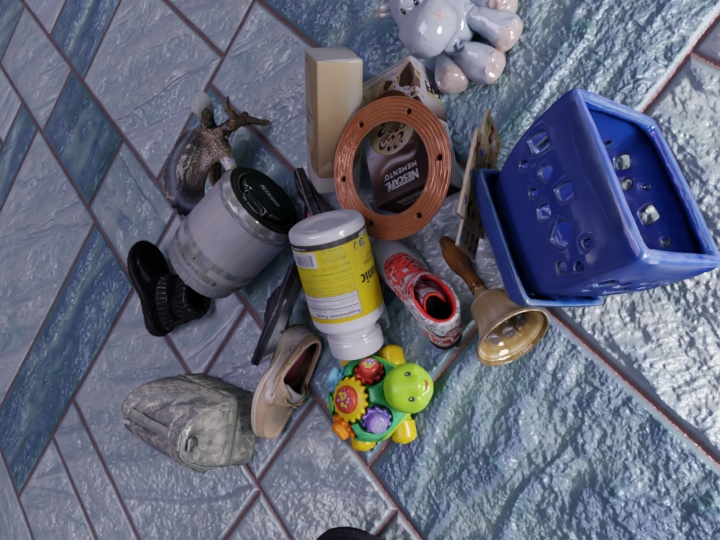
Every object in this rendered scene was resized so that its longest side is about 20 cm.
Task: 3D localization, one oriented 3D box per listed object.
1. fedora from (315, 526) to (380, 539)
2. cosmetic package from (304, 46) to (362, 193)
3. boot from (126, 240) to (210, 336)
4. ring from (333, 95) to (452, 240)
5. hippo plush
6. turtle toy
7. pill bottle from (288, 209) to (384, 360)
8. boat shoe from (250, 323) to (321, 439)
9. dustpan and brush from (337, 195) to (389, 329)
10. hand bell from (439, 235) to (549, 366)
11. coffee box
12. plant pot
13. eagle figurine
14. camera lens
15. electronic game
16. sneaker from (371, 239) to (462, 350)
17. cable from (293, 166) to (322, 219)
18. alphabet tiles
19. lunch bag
[{"bbox_3d":[0.013,0.452,0.930,0.199,0.091,0.203,-7,79,37],"label":"fedora"},{"bbox_3d":[-0.043,-0.232,1.018,0.105,0.070,0.202,-119,26,-59],"label":"cosmetic package"},{"bbox_3d":[-0.376,0.015,1.308,0.157,0.079,0.213,-30,76,38],"label":"boot"},{"bbox_3d":[0.044,-0.144,0.936,0.199,0.019,0.203,3,95,36],"label":"ring"},{"bbox_3d":[0.124,-0.364,0.924,0.159,0.160,0.202,-28,67,32],"label":"hippo plush"},{"bbox_3d":[0.024,0.181,0.957,0.199,0.101,0.147,-20,71,34],"label":"turtle toy"},{"bbox_3d":[-0.027,0.023,0.955,0.111,0.111,0.202,3,116,38],"label":"pill bottle"},{"bbox_3d":[-0.120,0.191,1.087,0.069,0.073,0.202,24,97,44],"label":"boat shoe"},{"bbox_3d":[0.000,0.000,1.043,0.139,0.057,0.201,-40,54,40],"label":"dustpan and brush"},{"bbox_3d":[0.159,0.020,0.902,0.104,0.104,0.201,-48,45,22],"label":"hand bell"},{"bbox_3d":[0.069,-0.198,0.993,0.112,0.080,0.202,-23,70,33],"label":"coffee box"},{"bbox_3d":[0.254,-0.061,0.752,0.179,0.199,0.202,-33,64,43],"label":"plant pot"},{"bbox_3d":[-0.271,-0.206,1.208,0.200,0.151,0.152,-47,39,24],"label":"eagle figurine"},{"bbox_3d":[-0.217,-0.067,1.148,0.200,0.159,0.161,-41,61,26],"label":"camera lens"},{"bbox_3d":[-0.133,0.058,1.069,0.200,0.041,0.202,-158,90,-83],"label":"electronic game"},{"bbox_3d":[0.076,0.012,0.927,0.067,0.108,0.202,-31,65,-6],"label":"sneaker"},{"bbox_3d":[-0.089,-0.098,1.068,0.050,0.097,0.201,-19,61,-8],"label":"cable"},{"bbox_3d":[0.152,-0.103,0.842,0.006,0.200,0.168,12,88,19],"label":"alphabet tiles"},{"bbox_3d":[-0.301,0.264,1.158,0.199,0.167,0.141,13,91,39],"label":"lunch bag"}]
